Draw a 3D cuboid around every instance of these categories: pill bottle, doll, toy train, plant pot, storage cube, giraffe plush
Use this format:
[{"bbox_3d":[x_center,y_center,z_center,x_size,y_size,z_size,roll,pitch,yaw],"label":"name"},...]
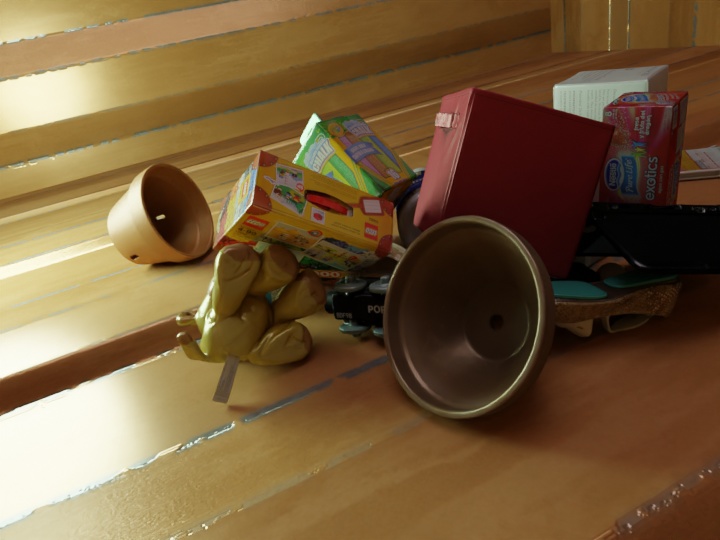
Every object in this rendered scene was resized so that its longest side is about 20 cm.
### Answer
[{"bbox_3d":[0.119,-0.113,0.958,0.113,0.118,0.201,-9,24,5],"label":"pill bottle"},{"bbox_3d":[0.246,0.016,0.703,0.195,0.049,0.137,-8,26,9],"label":"doll"},{"bbox_3d":[0.051,0.039,0.715,0.196,0.087,0.114,-1,13,29],"label":"toy train"},{"bbox_3d":[0.123,0.051,0.569,0.092,0.206,0.199,11,3,-44],"label":"plant pot"},{"bbox_3d":[-0.423,-0.099,1.112,0.138,0.203,0.201,-21,20,22],"label":"plant pot"},{"bbox_3d":[0.176,-0.113,0.678,0.195,0.184,0.171,11,13,-6],"label":"storage cube"},{"bbox_3d":[-0.161,0.057,0.719,0.202,0.172,0.161,-56,26,-10],"label":"giraffe plush"}]

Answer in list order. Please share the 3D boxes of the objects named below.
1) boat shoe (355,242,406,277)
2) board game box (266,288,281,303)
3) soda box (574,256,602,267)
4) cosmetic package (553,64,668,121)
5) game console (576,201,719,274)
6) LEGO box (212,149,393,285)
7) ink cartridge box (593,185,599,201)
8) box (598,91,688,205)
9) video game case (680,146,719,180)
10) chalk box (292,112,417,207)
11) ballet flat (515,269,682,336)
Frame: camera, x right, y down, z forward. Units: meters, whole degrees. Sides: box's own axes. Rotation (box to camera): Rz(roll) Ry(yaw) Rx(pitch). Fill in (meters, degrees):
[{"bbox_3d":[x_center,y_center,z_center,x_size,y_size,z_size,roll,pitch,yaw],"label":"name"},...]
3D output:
[{"bbox_3d":[0.000,0.000,0.834,0.198,0.075,0.066,0,28,47],"label":"boat shoe"},{"bbox_3d":[-0.115,-0.033,0.880,0.034,0.129,0.199,7,30,36],"label":"board game box"},{"bbox_3d":[0.288,-0.069,0.844,0.063,0.070,0.199,-24,28,-25],"label":"soda box"},{"bbox_3d":[0.565,-0.357,1.212,0.197,0.170,0.166,12,33,40],"label":"cosmetic package"},{"bbox_3d":[0.362,-0.016,0.648,0.195,0.177,0.119,1,66,-8],"label":"game console"},{"bbox_3d":[-0.076,-0.060,0.717,0.197,0.079,0.148,17,-27,-28],"label":"LEGO box"},{"bbox_3d":[0.411,-0.178,1.000,0.143,0.084,0.200,-17,25,-11],"label":"ink cartridge box"},{"bbox_3d":[0.422,-0.156,0.804,0.094,0.204,0.099,13,33,39],"label":"box"},{"bbox_3d":[0.626,-0.207,1.043,0.196,0.018,0.143,-2,27,20],"label":"video game case"},{"bbox_3d":[-0.031,-0.167,0.874,0.200,0.125,0.123,46,38,10],"label":"chalk box"},{"bbox_3d":[0.272,0.042,0.608,0.195,0.067,0.071,-6,17,-4],"label":"ballet flat"}]
